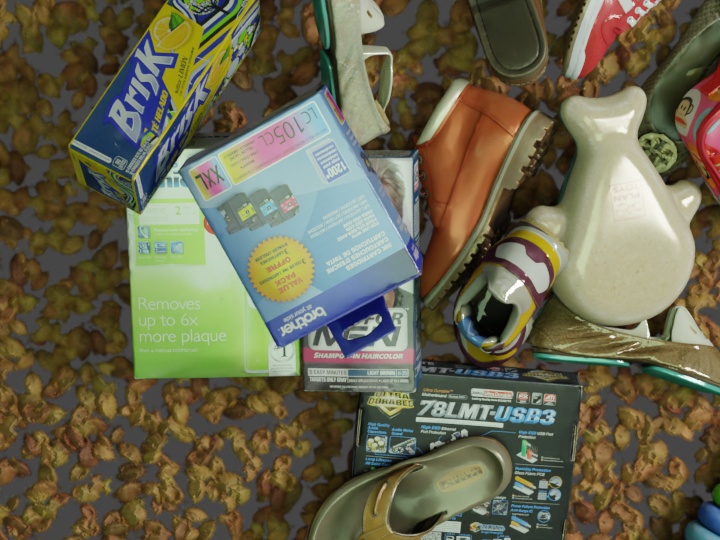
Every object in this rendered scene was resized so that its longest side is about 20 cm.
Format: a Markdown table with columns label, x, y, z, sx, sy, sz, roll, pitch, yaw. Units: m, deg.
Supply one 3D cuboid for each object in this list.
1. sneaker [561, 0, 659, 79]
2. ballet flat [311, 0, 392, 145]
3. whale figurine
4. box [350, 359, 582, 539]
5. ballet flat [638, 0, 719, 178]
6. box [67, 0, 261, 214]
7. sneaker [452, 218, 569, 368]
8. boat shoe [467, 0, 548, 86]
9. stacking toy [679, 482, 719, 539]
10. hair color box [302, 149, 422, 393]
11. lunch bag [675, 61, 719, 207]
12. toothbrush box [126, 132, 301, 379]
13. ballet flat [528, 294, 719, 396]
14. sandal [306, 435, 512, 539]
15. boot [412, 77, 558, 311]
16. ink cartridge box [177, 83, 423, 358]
| label | x | y | z | sx | sy | sz | roll | pitch | yaw |
| --- | --- | --- | --- | --- | --- | --- | --- | --- | --- |
| sneaker | 0.248 | -0.240 | 1.569 | 0.112 | 0.071 | 0.201 | 22 | 100 | -4 |
| ballet flat | -0.007 | -0.192 | 1.559 | 0.062 | 0.068 | 0.201 | -14 | 132 | -9 |
| whale figurine | 0.210 | -0.056 | 1.597 | 0.158 | 0.104 | 0.201 | -12 | 101 | -11 |
| box | 0.090 | 0.182 | 1.680 | 0.199 | 0.050 | 0.199 | 4 | 103 | -2 |
| ballet flat | 0.287 | -0.165 | 1.601 | 0.067 | 0.046 | 0.200 | 30 | 101 | -8 |
| box | -0.157 | -0.150 | 1.526 | 0.064 | 0.070 | 0.200 | 27 | 69 | 10 |
| sneaker | 0.105 | 0.037 | 1.578 | 0.075 | 0.200 | 0.090 | 37 | 58 | 12 |
| boat shoe | 0.112 | -0.250 | 1.565 | 0.072 | 0.068 | 0.201 | -8 | 84 | 9 |
| stacking toy | 0.346 | 0.206 | 1.686 | 0.085 | 0.085 | 0.201 | 25 | 95 | -8 |
| hair color box | 0.000 | 0.000 | 1.588 | 0.100 | 0.061 | 0.201 | 0 | 100 | 7 |
| lunch bag | 0.371 | -0.136 | 1.577 | 0.200 | 0.082 | 0.176 | -35 | 116 | 3 |
| toothbrush box | -0.124 | -0.014 | 1.606 | 0.145 | 0.086 | 0.201 | 0 | 102 | -1 |
| ballet flat | 0.249 | 0.060 | 1.655 | 0.199 | 0.068 | 0.073 | 12 | 85 | -1 |
| sandal | 0.041 | 0.208 | 1.634 | 0.199 | 0.054 | 0.081 | -26 | 103 | 6 |
| boot | 0.080 | -0.066 | 1.616 | 0.107 | 0.075 | 0.201 | 30 | 108 | 11 |
| ink cartridge box | -0.039 | -0.031 | 1.515 | 0.136 | 0.076 | 0.201 | -28 | 100 | 8 |
